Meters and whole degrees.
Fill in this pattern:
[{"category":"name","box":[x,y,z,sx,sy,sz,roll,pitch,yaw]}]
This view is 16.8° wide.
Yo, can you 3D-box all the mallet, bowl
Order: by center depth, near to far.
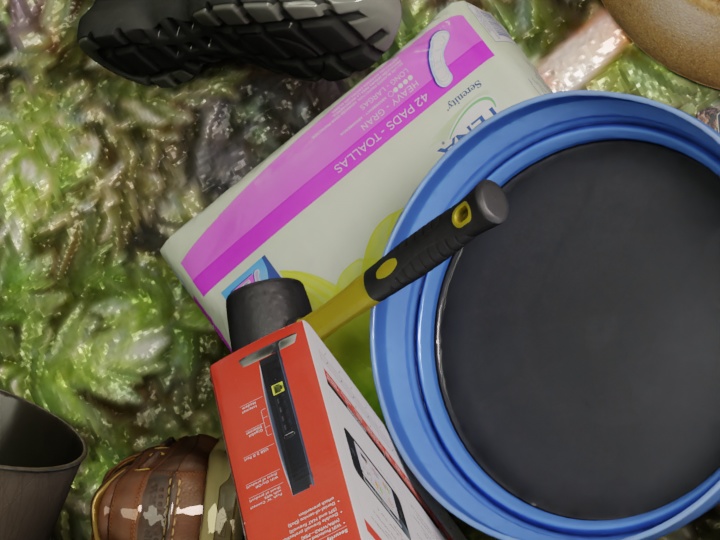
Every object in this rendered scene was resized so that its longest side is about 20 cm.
[{"category":"bowl","box":[0.099,0.023,1.056,0.200,0.039,0.201,-6,79,29]},{"category":"mallet","box":[0.000,0.000,1.063,0.200,0.041,0.066,-45,55,46]}]

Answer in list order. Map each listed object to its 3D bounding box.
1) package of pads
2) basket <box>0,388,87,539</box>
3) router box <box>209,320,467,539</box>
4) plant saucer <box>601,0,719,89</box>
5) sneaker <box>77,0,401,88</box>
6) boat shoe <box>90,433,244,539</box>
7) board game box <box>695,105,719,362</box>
[{"category":"package of pads","box":[0.026,-0.009,1.163,0.200,0.068,0.155,-40,69,8]},{"category":"basket","box":[-0.230,0.160,1.176,0.136,0.180,0.200,20,96,5]},{"category":"router box","box":[0.015,0.148,1.032,0.049,0.200,0.180,-27,40,9]},{"category":"plant saucer","box":[0.197,-0.185,1.157,0.200,0.035,0.201,-4,78,19]},{"category":"sneaker","box":[-0.059,-0.140,1.197,0.200,0.075,0.079,3,64,40]},{"category":"boat shoe","box":[-0.089,0.107,1.110,0.067,0.200,0.072,7,85,-5]},{"category":"board game box","box":[0.242,0.024,1.067,0.159,0.097,0.201,-7,77,18]}]
